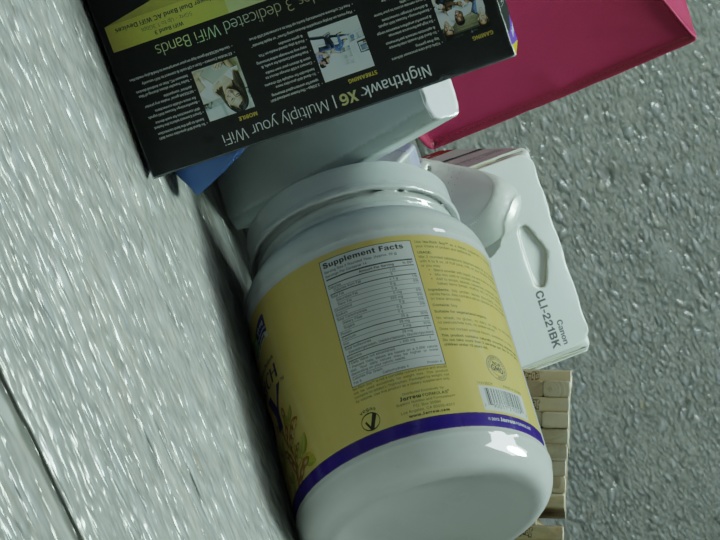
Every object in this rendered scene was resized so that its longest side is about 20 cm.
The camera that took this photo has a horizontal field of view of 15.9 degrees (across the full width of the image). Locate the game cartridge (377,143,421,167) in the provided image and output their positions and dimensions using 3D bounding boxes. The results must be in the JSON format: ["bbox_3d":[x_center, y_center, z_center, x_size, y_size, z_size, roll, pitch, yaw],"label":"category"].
[{"bbox_3d":[0.000,0.000,1.599,0.038,0.129,0.201,-45,133,-34],"label":"game cartridge"}]

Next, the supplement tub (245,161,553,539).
[{"bbox_3d":[0.016,0.055,1.439,0.146,0.145,0.201,63,10,-59],"label":"supplement tub"}]

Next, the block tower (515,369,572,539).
[{"bbox_3d":[0.102,0.162,1.621,0.054,0.057,0.201,65,26,-77],"label":"block tower"}]

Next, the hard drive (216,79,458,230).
[{"bbox_3d":[-0.030,-0.116,1.482,0.200,0.026,0.133,-27,-101,51],"label":"hard drive"}]

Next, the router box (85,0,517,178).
[{"bbox_3d":[-0.038,-0.154,1.299,0.052,0.199,0.158,-76,148,-75],"label":"router box"}]

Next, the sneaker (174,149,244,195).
[{"bbox_3d":[-0.055,-0.138,1.368,0.078,0.200,0.070,35,13,-2],"label":"sneaker"}]

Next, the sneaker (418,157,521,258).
[{"bbox_3d":[0.008,-0.046,1.618,0.081,0.199,0.077,55,51,-40],"label":"sneaker"}]

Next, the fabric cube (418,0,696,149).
[{"bbox_3d":[0.067,-0.229,1.595,0.200,0.195,0.200,39,36,-55],"label":"fabric cube"}]

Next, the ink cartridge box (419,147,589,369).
[{"bbox_3d":[0.072,-0.005,1.792,0.200,0.083,0.145,-175,-114,-75],"label":"ink cartridge box"}]
